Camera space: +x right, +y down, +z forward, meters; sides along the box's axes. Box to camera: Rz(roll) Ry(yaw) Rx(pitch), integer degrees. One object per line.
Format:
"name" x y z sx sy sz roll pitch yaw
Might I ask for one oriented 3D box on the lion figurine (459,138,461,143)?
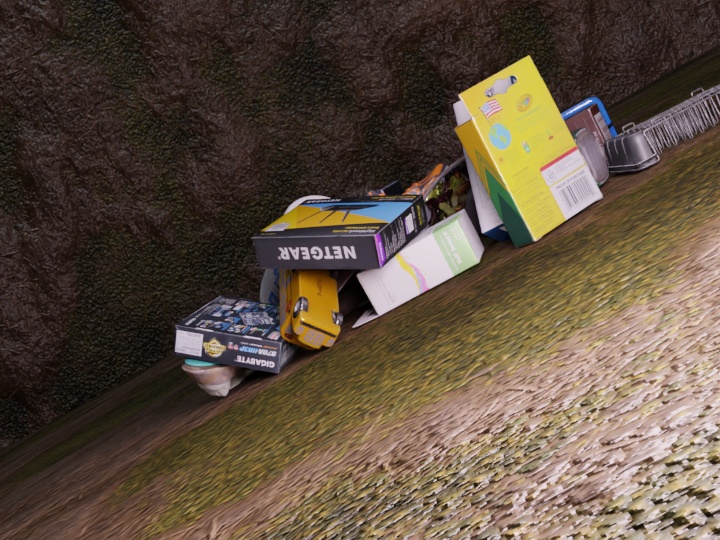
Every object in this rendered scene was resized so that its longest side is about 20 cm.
"lion figurine" 0.227 -0.206 1.500 0.198 0.074 0.122 -23 34 -33

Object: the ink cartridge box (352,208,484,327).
"ink cartridge box" 0.067 -0.003 1.364 0.198 0.068 0.117 -29 4 14

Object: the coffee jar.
"coffee jar" 0.249 -0.121 1.414 0.198 0.086 0.104 -26 4 33

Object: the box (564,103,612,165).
"box" 0.308 -0.176 1.590 0.198 0.101 0.075 -28 3 30

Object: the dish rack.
"dish rack" 0.434 -0.201 1.352 0.197 0.055 0.153 -28 5 1

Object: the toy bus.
"toy bus" -0.073 0.039 1.382 0.079 0.064 0.201 -56 22 27

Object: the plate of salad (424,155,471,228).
"plate of salad" 0.164 -0.111 1.668 0.198 0.048 0.202 -33 -31 -22

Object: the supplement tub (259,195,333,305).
"supplement tub" -0.082 -0.009 1.579 0.131 0.132 0.201 -31 -22 -36

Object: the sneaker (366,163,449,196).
"sneaker" 0.071 -0.124 1.718 0.201 0.111 0.078 -56 -9 -20

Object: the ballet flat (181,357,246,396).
"ballet flat" -0.199 0.145 1.445 0.067 0.069 0.200 7 11 19

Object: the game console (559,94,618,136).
"game console" 0.344 -0.211 1.718 0.198 0.172 0.119 -28 30 15

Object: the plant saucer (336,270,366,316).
"plant saucer" 0.000 0.000 1.505 0.200 0.034 0.201 -47 -12 -13

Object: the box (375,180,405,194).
"box" 0.011 -0.052 1.841 0.198 0.150 0.104 -29 3 25

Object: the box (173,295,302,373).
"box" -0.164 0.089 1.443 0.156 0.047 0.200 9 12 9

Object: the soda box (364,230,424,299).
"soda box" 0.033 -0.002 1.654 0.198 0.064 0.071 -26 5 38

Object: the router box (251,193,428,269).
"router box" -0.026 -0.053 1.348 0.197 0.052 0.149 -1 24 31

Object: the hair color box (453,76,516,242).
"hair color box" 0.199 -0.154 1.353 0.099 0.204 0.060 -25 -26 33

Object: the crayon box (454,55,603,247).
"crayon box" 0.204 -0.149 1.237 0.126 0.203 0.051 -29 4 -24
